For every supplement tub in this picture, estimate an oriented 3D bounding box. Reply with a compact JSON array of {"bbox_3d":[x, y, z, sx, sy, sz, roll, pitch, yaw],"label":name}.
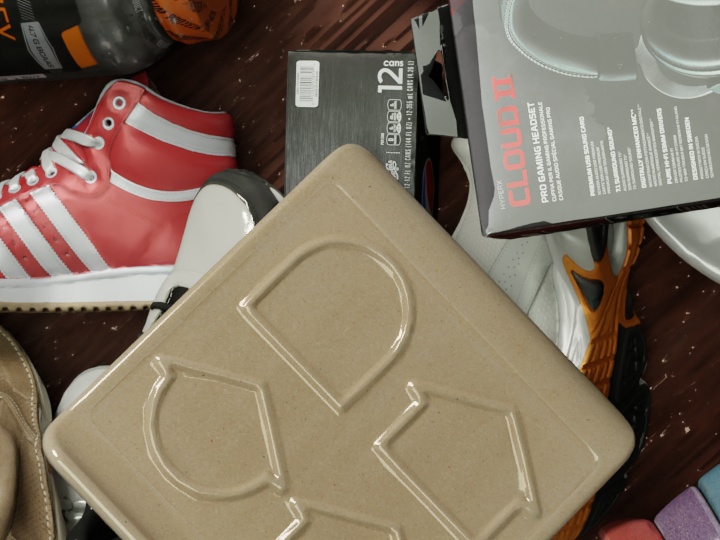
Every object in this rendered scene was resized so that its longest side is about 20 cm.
[{"bbox_3d":[-0.162,-0.148,1.299,0.199,0.122,0.123,-4,89,16],"label":"supplement tub"}]

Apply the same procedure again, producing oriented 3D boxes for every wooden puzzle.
[{"bbox_3d":[-0.009,0.075,1.209,0.185,0.046,0.200,46,73,0],"label":"wooden puzzle"}]

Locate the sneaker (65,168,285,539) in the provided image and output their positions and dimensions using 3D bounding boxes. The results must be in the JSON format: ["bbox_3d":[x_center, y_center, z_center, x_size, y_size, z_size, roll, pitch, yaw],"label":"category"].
[{"bbox_3d":[-0.077,0.052,1.247,0.074,0.080,0.201,6,85,50],"label":"sneaker"}]

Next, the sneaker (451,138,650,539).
[{"bbox_3d":[0.079,0.024,1.289,0.092,0.076,0.201,5,95,34],"label":"sneaker"}]

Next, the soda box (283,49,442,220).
[{"bbox_3d":[0.000,0.000,1.295,0.063,0.071,0.201,2,90,11],"label":"soda box"}]

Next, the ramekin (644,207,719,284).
[{"bbox_3d":[0.209,-0.083,1.241,0.201,0.094,0.203,0,89,12],"label":"ramekin"}]

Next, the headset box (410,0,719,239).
[{"bbox_3d":[0.122,-0.097,1.173,0.199,0.077,0.150,-8,88,10],"label":"headset box"}]

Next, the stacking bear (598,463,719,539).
[{"bbox_3d":[0.216,0.115,1.231,0.199,0.114,0.122,-28,60,1],"label":"stacking bear"}]

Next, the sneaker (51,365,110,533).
[{"bbox_3d":[-0.127,0.145,1.291,0.079,0.130,0.200,7,91,11],"label":"sneaker"}]

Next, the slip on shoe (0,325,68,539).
[{"bbox_3d":[-0.183,0.079,1.287,0.076,0.061,0.200,-27,44,7],"label":"slip on shoe"}]

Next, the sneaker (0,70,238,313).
[{"bbox_3d":[-0.151,-0.037,1.319,0.199,0.071,0.113,-1,91,-4],"label":"sneaker"}]
